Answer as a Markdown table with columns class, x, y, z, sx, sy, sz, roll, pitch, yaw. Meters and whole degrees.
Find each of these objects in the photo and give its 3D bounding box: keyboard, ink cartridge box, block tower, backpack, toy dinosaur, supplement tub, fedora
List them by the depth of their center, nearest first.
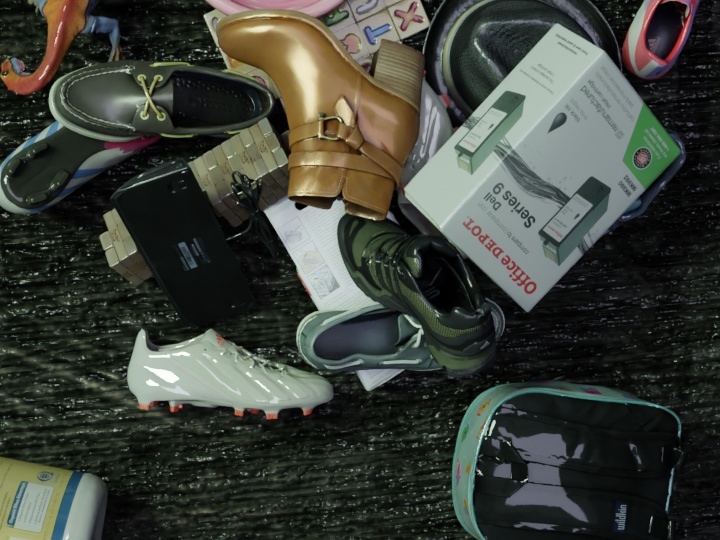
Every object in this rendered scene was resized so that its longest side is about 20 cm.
| class | x | y | z | sx | sy | sz | roll | pitch | yaw |
| --- | --- | --- | --- | --- | --- | --- | --- | --- | --- |
| ink cartridge box | 0.159 | -0.086 | 0.982 | 0.200 | 0.084 | 0.146 | -47 | 125 | 6 |
| toy dinosaur | -0.264 | -0.249 | 0.986 | 0.103 | 0.201 | 0.183 | 17 | 61 | 9 |
| keyboard | -0.134 | -0.027 | 1.011 | 0.125 | 0.021 | 0.201 | -18 | 140 | 1 |
| supplement tub | -0.340 | 0.242 | 1.014 | 0.197 | 0.145 | 0.147 | 12 | 93 | -6 |
| block tower | -0.144 | -0.065 | 1.031 | 0.198 | 0.058 | 0.055 | -30 | 65 | 5 |
| fedora | 0.160 | -0.194 | 1.050 | 0.197 | 0.092 | 0.204 | 0 | 94 | -6 |
| backpack | 0.183 | 0.190 | 1.054 | 0.197 | 0.153 | 0.179 | 9 | 92 | -16 |
| ink cartridge box | 0.000 | 0.000 | 1.075 | 0.108 | 0.050 | 0.202 | -31 | 96 | -2 |

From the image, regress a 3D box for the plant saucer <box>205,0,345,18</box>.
| class | x | y | z | sx | sy | sz | roll | pitch | yaw |
| --- | --- | --- | --- | --- | --- | --- | --- | --- | --- |
| plant saucer | -0.079 | -0.324 | 1.035 | 0.197 | 0.051 | 0.204 | 0 | 92 | -4 |

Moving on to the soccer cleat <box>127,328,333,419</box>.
| class | x | y | z | sx | sy | sz | roll | pitch | yaw |
| --- | --- | --- | --- | --- | --- | --- | --- | --- | --- |
| soccer cleat | -0.122 | 0.096 | 1.064 | 0.196 | 0.069 | 0.079 | 4 | 91 | -3 |

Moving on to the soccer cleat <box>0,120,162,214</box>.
| class | x | y | z | sx | sy | sz | roll | pitch | yaw |
| --- | --- | --- | --- | --- | --- | --- | --- | --- | --- |
| soccer cleat | -0.255 | -0.120 | 1.036 | 0.199 | 0.086 | 0.070 | -37 | 104 | -25 |

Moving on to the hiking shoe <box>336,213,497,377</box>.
| class | x | y | z | sx | sy | sz | roll | pitch | yaw |
| --- | --- | --- | --- | --- | --- | --- | --- | --- | --- |
| hiking shoe | 0.051 | -0.006 | 0.970 | 0.075 | 0.102 | 0.200 | -29 | 55 | -26 |

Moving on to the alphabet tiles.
| class | x | y | z | sx | sy | sz | roll | pitch | yaw |
| --- | --- | --- | --- | --- | --- | --- | --- | --- | --- |
| alphabet tiles | -0.040 | -0.239 | 1.072 | 0.198 | 0.006 | 0.168 | -25 | 97 | -3 |

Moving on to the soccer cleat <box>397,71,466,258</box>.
| class | x | y | z | sx | sy | sz | roll | pitch | yaw |
| --- | --- | --- | --- | --- | --- | --- | --- | --- | --- |
| soccer cleat | 0.058 | -0.101 | 1.050 | 0.077 | 0.069 | 0.202 | -30 | 100 | -24 |

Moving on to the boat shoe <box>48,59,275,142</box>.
| class | x | y | z | sx | sy | sz | roll | pitch | yaw |
| --- | --- | --- | --- | --- | --- | --- | --- | --- | --- |
| boat shoe | -0.173 | -0.154 | 0.999 | 0.198 | 0.060 | 0.073 | -3 | 88 | -29 |

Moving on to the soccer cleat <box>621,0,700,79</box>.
| class | x | y | z | sx | sy | sz | roll | pitch | yaw |
| --- | --- | --- | --- | --- | --- | --- | --- | --- | --- |
| soccer cleat | 0.307 | -0.278 | 1.066 | 0.066 | 0.076 | 0.203 | 22 | 93 | -6 |

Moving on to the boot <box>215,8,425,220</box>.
| class | x | y | z | sx | sy | sz | roll | pitch | yaw |
| --- | --- | --- | --- | --- | --- | --- | --- | --- | --- |
| boot | -0.046 | -0.135 | 0.984 | 0.197 | 0.077 | 0.158 | 15 | 79 | -5 |

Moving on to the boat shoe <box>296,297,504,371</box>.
| class | x | y | z | sx | sy | sz | roll | pitch | yaw |
| --- | --- | --- | --- | --- | --- | --- | --- | --- | --- |
| boat shoe | 0.041 | 0.060 | 1.026 | 0.196 | 0.062 | 0.074 | -4 | 94 | -6 |

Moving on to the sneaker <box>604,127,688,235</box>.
| class | x | y | z | sx | sy | sz | roll | pitch | yaw |
| --- | --- | --- | --- | --- | --- | --- | --- | --- | --- |
| sneaker | 0.225 | -0.073 | 1.066 | 0.199 | 0.096 | 0.080 | -41 | 96 | -1 |
